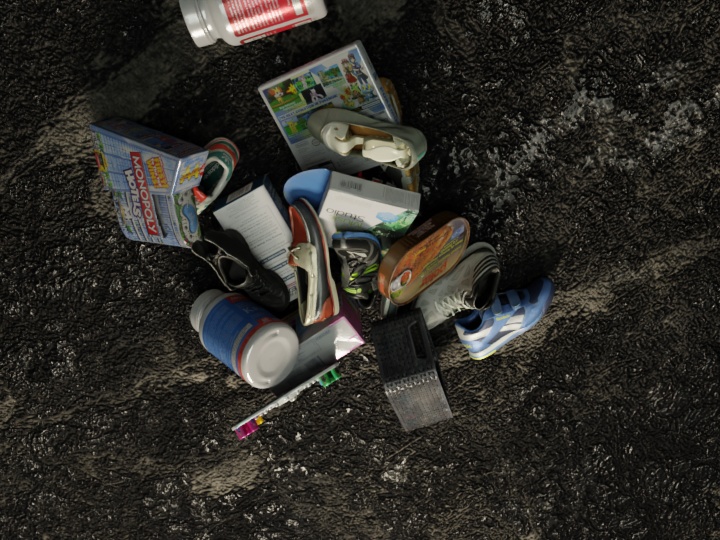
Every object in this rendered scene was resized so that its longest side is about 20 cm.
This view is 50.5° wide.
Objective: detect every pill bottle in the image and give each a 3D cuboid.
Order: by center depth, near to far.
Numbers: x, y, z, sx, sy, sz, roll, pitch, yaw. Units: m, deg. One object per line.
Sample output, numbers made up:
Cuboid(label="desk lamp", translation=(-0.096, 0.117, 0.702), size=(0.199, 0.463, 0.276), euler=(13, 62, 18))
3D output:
Cuboid(label="pill bottle", translation=(-0.154, -0.393, 1.095), size=(0.196, 0.113, 0.114), euler=(-16, 115, 5))
Cuboid(label="pill bottle", translation=(-0.200, 0.104, 1.268), size=(0.111, 0.198, 0.115), euler=(-22, 124, -37))

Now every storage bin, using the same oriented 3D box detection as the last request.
Cuboid(label="storage bin", translation=(0.090, 0.174, 1.314), size=(0.092, 0.137, 0.201), euler=(-17, 145, 6))

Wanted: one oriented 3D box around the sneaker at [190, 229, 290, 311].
Cuboid(label="sneaker", translation=(-0.186, 0.008, 1.214), size=(0.059, 0.105, 0.201), euler=(-33, 112, 13))

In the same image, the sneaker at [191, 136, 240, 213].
Cuboid(label="sneaker", translation=(-0.272, -0.125, 1.222), size=(0.070, 0.094, 0.199), euler=(41, 107, -19))

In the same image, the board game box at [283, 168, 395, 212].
Cuboid(label="board game box", translation=(-0.025, -0.125, 1.230), size=(0.196, 0.040, 0.158), euler=(19, 156, -19))

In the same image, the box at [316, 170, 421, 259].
Cuboid(label="box", translation=(0.002, -0.081, 1.219), size=(0.141, 0.037, 0.200), euler=(13, 157, -7))

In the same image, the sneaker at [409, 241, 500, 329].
Cuboid(label="sneaker", translation=(0.160, 0.046, 1.306), size=(0.075, 0.116, 0.201), euler=(38, 108, -18))

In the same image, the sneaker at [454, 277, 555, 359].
Cuboid(label="sneaker", translation=(0.253, 0.073, 1.348), size=(0.199, 0.074, 0.082), euler=(-39, 108, 13))

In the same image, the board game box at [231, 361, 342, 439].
Cuboid(label="board game box", translation=(-0.122, 0.221, 1.308), size=(0.198, 0.200, 0.026), euler=(-31, 86, -8))

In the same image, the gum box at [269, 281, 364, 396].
Cuboid(label="gum box", translation=(-0.095, 0.121, 1.328), size=(0.198, 0.114, 0.066), euler=(-33, 118, 12))

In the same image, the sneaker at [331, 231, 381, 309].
Cuboid(label="sneaker", translation=(0.000, 0.000, 1.252), size=(0.069, 0.084, 0.201), euler=(3, 151, 16))

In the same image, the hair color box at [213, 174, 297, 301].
Cuboid(label="hair color box", translation=(-0.151, -0.046, 1.281), size=(0.099, 0.061, 0.202), euler=(-25, 113, 9))

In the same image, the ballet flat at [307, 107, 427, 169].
Cuboid(label="ballet flat", translation=(0.000, -0.193, 1.124), size=(0.196, 0.064, 0.068), euler=(14, 132, 19))

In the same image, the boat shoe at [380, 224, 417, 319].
Cuboid(label="boat shoe", translation=(0.074, 0.018, 1.315), size=(0.060, 0.073, 0.204), euler=(9, 108, -6))

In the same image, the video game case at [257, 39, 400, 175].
Cuboid(label="video game case", translation=(-0.041, -0.234, 1.175), size=(0.197, 0.022, 0.184), euler=(-12, 118, 35))

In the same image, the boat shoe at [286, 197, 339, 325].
Cuboid(label="boat shoe", translation=(-0.087, -0.013, 1.228), size=(0.062, 0.071, 0.204), euler=(-18, 105, -24))

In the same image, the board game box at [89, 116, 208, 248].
Cuboid(label="board game box", translation=(-0.313, -0.130, 1.172), size=(0.197, 0.061, 0.204), euler=(8, 115, 35))

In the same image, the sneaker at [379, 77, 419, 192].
Cuboid(label="sneaker", translation=(0.035, -0.203, 1.222), size=(0.086, 0.076, 0.203), euler=(-12, 111, 19))

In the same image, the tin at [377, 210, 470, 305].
Cuboid(label="tin", translation=(0.104, -0.022, 1.254), size=(0.199, 0.042, 0.114), euler=(-34, 136, -31))
